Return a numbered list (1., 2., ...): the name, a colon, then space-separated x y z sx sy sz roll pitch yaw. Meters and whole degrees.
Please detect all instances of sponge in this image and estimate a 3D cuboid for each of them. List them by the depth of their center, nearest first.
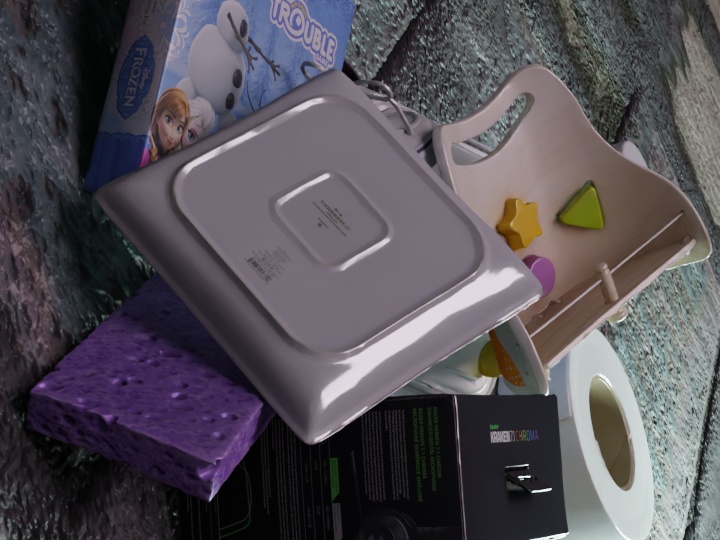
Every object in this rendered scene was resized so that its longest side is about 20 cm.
1. sponge: -0.097 0.055 1.088 0.200 0.111 0.030 -51 158 -62

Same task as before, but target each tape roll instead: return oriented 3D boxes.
1. tape roll: 0.194 0.152 1.715 0.202 0.070 0.204 45 37 -48

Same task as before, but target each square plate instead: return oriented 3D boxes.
1. square plate: -0.019 -0.021 1.112 0.197 0.029 0.200 -30 69 -34

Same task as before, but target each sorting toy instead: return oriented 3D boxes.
1. sorting toy: 0.120 -0.039 1.314 0.200 0.106 0.181 -35 108 -36

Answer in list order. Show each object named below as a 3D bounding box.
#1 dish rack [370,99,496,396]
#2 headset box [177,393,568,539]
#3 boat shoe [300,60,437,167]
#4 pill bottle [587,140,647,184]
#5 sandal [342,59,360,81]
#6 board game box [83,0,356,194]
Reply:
1. dish rack: 0.050 -0.009 1.363 0.171 0.043 0.202 24 75 -22
2. headset box: 0.016 0.125 1.161 0.174 0.198 0.094 8 76 -65
3. boat shoe: -0.018 -0.093 1.237 0.201 0.074 0.087 -23 114 -46
4. pill bottle: 0.134 -0.036 1.543 0.112 0.199 0.113 44 37 -47
5. sandal: -0.031 -0.147 1.436 0.202 0.048 0.075 69 24 -9
6. board game box: -0.083 -0.116 1.226 0.200 0.043 0.201 30 69 -59
